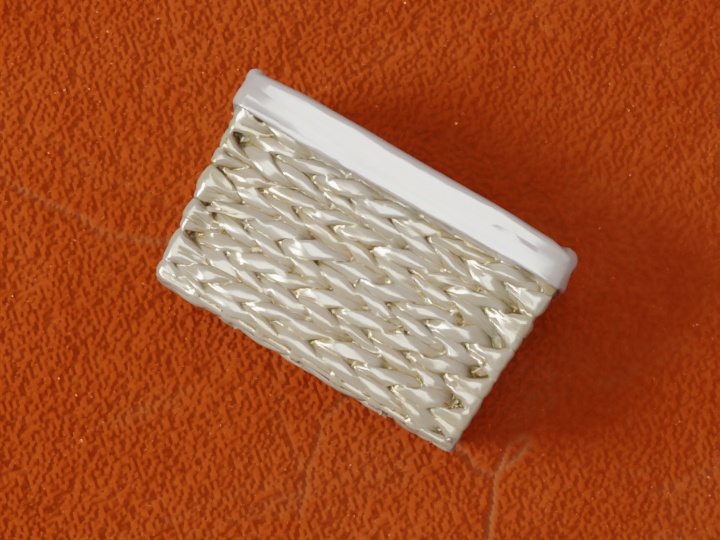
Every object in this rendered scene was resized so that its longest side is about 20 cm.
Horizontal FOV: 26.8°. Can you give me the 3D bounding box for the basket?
[{"bbox_3d":[0.000,0.000,0.822,0.199,0.136,0.124,31,87,4],"label":"basket"}]
